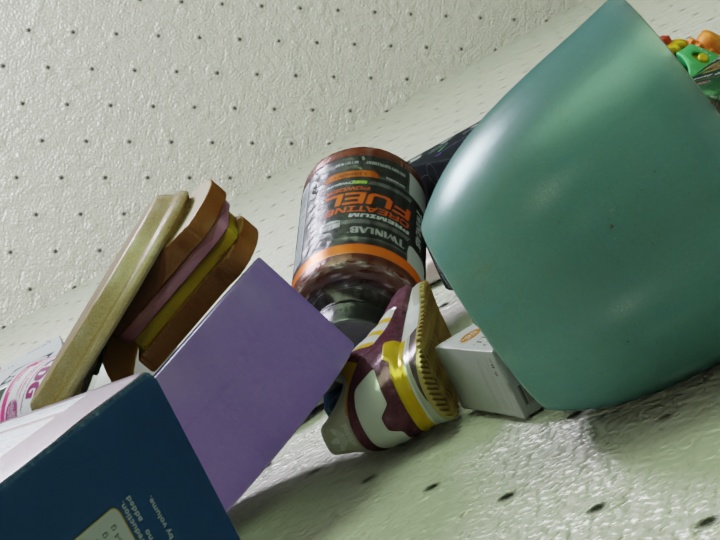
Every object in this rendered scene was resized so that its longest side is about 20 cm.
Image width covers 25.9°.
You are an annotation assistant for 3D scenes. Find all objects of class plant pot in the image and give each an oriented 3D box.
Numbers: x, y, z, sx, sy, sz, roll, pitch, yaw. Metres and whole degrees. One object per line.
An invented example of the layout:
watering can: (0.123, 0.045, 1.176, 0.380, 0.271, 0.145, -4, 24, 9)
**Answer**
plant pot: (0.131, -0.020, 0.854, 0.160, 0.201, 0.201, -36, 8, 9)

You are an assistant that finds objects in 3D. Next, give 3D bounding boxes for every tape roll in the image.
tape roll: (-0.099, 0.093, 0.987, 0.200, 0.085, 0.200, -49, 4, 5)

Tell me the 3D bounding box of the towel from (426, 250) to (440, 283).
towel: (0.029, -0.004, 1.544, 0.199, 0.032, 0.191, -23, 10, 29)

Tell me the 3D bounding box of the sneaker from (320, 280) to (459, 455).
sneaker: (0.016, 0.065, 1.058, 0.089, 0.075, 0.200, -25, 7, 10)

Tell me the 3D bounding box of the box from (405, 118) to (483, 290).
box: (0.124, -0.057, 1.270, 0.105, 0.123, 0.200, -29, 9, -17)

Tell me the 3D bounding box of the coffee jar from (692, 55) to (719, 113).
coffee jar: (0.318, -0.138, 1.281, 0.104, 0.086, 0.200, -17, 13, 47)

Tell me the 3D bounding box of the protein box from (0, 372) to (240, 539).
protein box: (-0.113, 0.171, 0.431, 0.134, 0.200, 0.200, -20, 11, 36)

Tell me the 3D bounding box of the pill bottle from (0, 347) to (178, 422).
pill bottle: (-0.209, 0.118, 1.285, 0.113, 0.114, 0.199, -33, 11, -36)

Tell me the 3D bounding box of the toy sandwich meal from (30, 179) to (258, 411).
toy sandwich meal: (-0.143, 0.031, 1.034, 0.206, 0.070, 0.205, -56, 9, 14)

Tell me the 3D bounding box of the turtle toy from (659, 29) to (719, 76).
turtle toy: (0.281, -0.166, 1.492, 0.145, 0.102, 0.199, -32, 10, -31)

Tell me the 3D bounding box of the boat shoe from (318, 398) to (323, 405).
boat shoe: (-0.035, 0.064, 1.263, 0.068, 0.057, 0.200, -20, 11, 36)

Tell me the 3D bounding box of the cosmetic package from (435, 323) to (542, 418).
cosmetic package: (0.150, 0.020, 0.992, 0.199, 0.051, 0.082, -31, 9, -21)

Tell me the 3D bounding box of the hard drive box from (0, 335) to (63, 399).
hard drive box: (-0.377, 0.150, 1.712, 0.155, 0.077, 0.200, -28, 9, -10)

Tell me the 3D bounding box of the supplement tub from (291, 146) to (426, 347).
supplement tub: (0.000, 0.000, 1.219, 0.106, 0.107, 0.201, -24, 35, 20)
